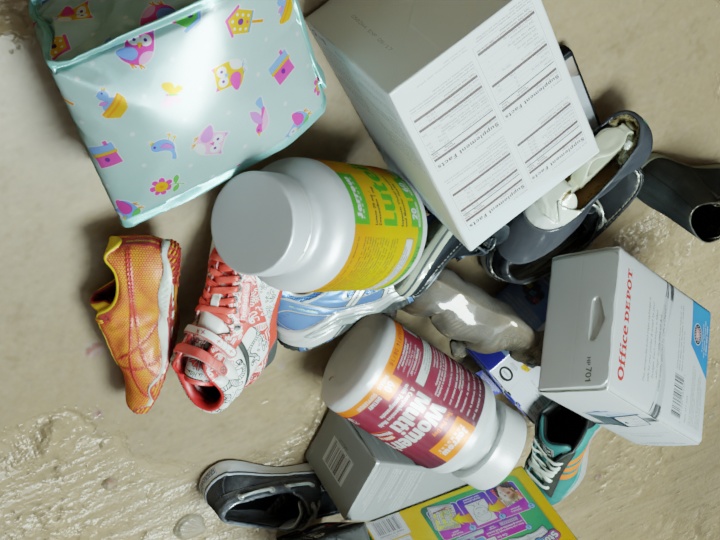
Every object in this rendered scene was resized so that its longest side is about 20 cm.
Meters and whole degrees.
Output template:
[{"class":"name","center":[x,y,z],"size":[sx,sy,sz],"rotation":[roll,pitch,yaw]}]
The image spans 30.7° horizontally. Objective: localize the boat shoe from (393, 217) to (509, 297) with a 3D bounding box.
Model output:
[{"class":"boat shoe","center":[0.106,-0.041,1.228],"size":[0.062,0.075,0.200],"rotation":[46,66,-7]}]

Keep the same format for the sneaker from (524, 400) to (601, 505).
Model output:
[{"class":"sneaker","center":[0.215,0.189,1.438],"size":[0.080,0.071,0.201],"rotation":[-17,139,-43]}]

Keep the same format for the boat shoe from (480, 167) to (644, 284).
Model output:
[{"class":"boat shoe","center":[0.217,-0.051,1.355],"size":[0.199,0.060,0.074],"rotation":[-30,109,-9]}]

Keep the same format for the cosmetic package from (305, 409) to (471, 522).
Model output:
[{"class":"cosmetic package","center":[0.052,0.213,1.426],"size":[0.199,0.107,0.091],"rotation":[8,119,-39]}]

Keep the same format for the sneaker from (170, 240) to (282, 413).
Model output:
[{"class":"sneaker","center":[-0.119,0.034,1.174],"size":[0.108,0.067,0.203],"rotation":[-47,150,-47]}]

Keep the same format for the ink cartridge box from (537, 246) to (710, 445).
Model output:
[{"class":"ink cartridge box","center":[0.273,0.081,1.331],"size":[0.199,0.085,0.148],"rotation":[28,64,-42]}]

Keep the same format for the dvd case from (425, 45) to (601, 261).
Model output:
[{"class":"dvd case","center":[0.148,-0.114,1.303],"size":[0.199,0.018,0.143],"rotation":[-37,135,-3]}]

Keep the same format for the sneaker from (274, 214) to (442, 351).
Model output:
[{"class":"sneaker","center":[0.000,0.000,1.251],"size":[0.199,0.076,0.077],"rotation":[-32,129,-11]}]

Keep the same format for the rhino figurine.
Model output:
[{"class":"rhino figurine","center":[0.122,0.055,1.318],"size":[0.199,0.060,0.087],"rotation":[27,153,-12]}]

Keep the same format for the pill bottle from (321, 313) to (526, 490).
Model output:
[{"class":"pill bottle","center":[0.067,0.137,1.332],"size":[0.199,0.110,0.110],"rotation":[34,102,-21]}]

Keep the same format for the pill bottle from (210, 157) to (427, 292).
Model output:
[{"class":"pill bottle","center":[-0.035,-0.037,1.110],"size":[0.200,0.111,0.112],"rotation":[-1,126,-60]}]

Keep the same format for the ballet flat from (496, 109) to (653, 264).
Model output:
[{"class":"ballet flat","center":[0.211,-0.089,1.298],"size":[0.200,0.073,0.073],"rotation":[-41,135,-8]}]

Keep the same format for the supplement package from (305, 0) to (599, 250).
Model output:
[{"class":"supplement package","center":[0.082,-0.159,1.131],"size":[0.150,0.152,0.200],"rotation":[-37,135,-4]}]

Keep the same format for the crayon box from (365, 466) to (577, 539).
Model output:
[{"class":"crayon box","center":[0.114,0.293,1.369],"size":[0.199,0.119,0.059],"rotation":[-16,132,-20]}]

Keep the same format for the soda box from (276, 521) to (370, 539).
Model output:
[{"class":"soda box","center":[-0.036,0.305,1.380],"size":[0.063,0.071,0.200],"rotation":[-15,174,-16]}]

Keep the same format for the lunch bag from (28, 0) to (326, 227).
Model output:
[{"class":"lunch bag","center":[-0.132,-0.158,1.017],"size":[0.199,0.122,0.171],"rotation":[-25,132,-7]}]

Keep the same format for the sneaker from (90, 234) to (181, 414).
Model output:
[{"class":"sneaker","center":[-0.202,0.046,1.174],"size":[0.076,0.073,0.201],"rotation":[8,126,-1]}]

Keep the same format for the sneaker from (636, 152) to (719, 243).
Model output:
[{"class":"sneaker","center":[0.389,-0.064,1.434],"size":[0.199,0.106,0.075],"rotation":[6,119,-36]}]

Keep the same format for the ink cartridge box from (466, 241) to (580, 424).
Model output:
[{"class":"ink cartridge box","center":[0.196,0.076,1.436],"size":[0.200,0.076,0.136],"rotation":[-43,136,0]}]

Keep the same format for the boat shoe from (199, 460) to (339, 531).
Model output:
[{"class":"boat shoe","center":[-0.074,0.246,1.393],"size":[0.199,0.068,0.072],"rotation":[14,114,-39]}]
